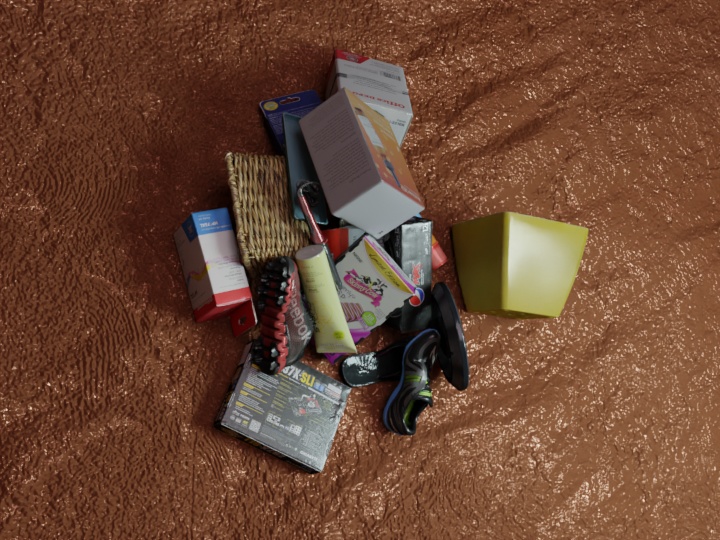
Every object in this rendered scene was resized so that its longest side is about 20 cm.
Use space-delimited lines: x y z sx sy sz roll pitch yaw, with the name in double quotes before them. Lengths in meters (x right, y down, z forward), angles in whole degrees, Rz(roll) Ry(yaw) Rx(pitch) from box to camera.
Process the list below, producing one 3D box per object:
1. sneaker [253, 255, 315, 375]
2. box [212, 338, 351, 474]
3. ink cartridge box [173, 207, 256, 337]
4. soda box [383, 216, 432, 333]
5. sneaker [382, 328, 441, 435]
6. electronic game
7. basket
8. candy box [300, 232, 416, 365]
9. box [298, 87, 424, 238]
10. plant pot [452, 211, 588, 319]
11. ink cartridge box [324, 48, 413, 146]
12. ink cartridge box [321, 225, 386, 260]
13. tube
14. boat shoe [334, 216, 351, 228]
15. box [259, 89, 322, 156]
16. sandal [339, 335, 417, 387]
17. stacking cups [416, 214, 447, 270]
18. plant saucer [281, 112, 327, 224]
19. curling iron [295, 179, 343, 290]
"sneaker" -0.121 0.071 1.458 0.097 0.070 0.203 -8 109 -43
"box" -0.131 0.233 1.496 0.199 0.049 0.161 29 61 -17
"ink cartridge box" -0.244 0.011 1.468 0.067 0.116 0.202 -11 79 -30
"soda box" 0.085 0.006 1.590 0.070 0.063 0.202 -9 106 -29
"sneaker" 0.107 0.203 1.573 0.070 0.082 0.201 18 92 -41
"electronic game" 0.164 0.120 1.603 0.041 0.200 0.202 -12 79 -5
"basket" -0.179 -0.089 1.514 0.148 0.143 0.202 -2 72 -33
"candy box" -0.019 0.049 1.536 0.200 0.061 0.136 -42 96 13
"box" 0.002 -0.180 1.494 0.152 0.106 0.201 24 39 -55
"plant pot" 0.304 0.000 1.719 0.198 0.200 0.178 9 81 -24
"ink cartridge box" 0.012 -0.324 1.660 0.143 0.084 0.201 12 35 -13
"ink cartridge box" 0.000 0.000 1.600 0.199 0.057 0.164 -11 108 -34
"tube" -0.061 0.056 1.474 0.052 0.058 0.202 -25 120 -21
"boat shoe" 0.038 -0.066 1.674 0.199 0.057 0.067 26 93 -22
"box" -0.100 -0.247 1.639 0.120 0.032 0.201 -18 64 -20
"sandal" 0.057 0.170 1.612 0.199 0.048 0.076 -15 82 -30
"stacking cups" 0.101 -0.093 1.710 0.060 0.060 0.201 -38 93 -31
"plant saucer" -0.098 -0.173 1.503 0.069 0.019 0.202 9 63 -38
"curling iron" -0.063 -0.058 1.461 0.049 0.025 0.202 -28 109 -31
